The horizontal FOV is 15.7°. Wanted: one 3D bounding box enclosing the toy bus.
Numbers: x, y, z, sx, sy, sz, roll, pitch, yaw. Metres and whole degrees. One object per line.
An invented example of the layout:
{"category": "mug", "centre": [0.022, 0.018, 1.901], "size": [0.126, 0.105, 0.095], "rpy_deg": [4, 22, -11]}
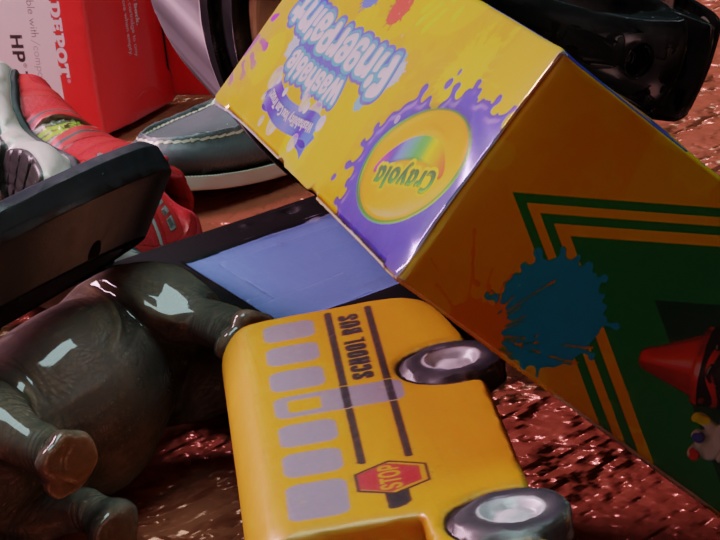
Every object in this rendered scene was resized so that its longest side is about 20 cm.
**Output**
{"category": "toy bus", "centre": [0.009, 0.069, 0.687], "size": [0.078, 0.066, 0.200], "rpy_deg": [-9, 19, -3]}

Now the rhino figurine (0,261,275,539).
{"category": "rhino figurine", "centre": [-0.104, 0.056, 0.782], "size": [0.087, 0.060, 0.199], "rpy_deg": [18, 38, 43]}

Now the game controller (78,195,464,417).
{"category": "game controller", "centre": [0.000, 0.000, 0.931], "size": [0.199, 0.042, 0.104], "rpy_deg": [-20, 22, -31]}

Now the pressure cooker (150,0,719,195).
{"category": "pressure cooker", "centre": [0.022, -0.107, 0.910], "size": [0.175, 0.180, 0.200], "rpy_deg": [-25, 22, -6]}

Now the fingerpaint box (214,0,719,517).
{"category": "fingerpaint box", "centre": [0.063, -0.009, 0.736], "size": [0.074, 0.166, 0.200], "rpy_deg": [-53, 22, 3]}

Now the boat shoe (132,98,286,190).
{"category": "boat shoe", "centre": [-0.032, -0.085, 1.160], "size": [0.072, 0.062, 0.199], "rpy_deg": [10, 25, 41]}

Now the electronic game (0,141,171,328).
{"category": "electronic game", "centre": [-0.150, 0.012, 0.847], "size": [0.199, 0.042, 0.200], "rpy_deg": [-30, 0, 0]}

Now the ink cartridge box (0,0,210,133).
{"category": "ink cartridge box", "centre": [-0.161, -0.130, 1.257], "size": [0.199, 0.117, 0.067], "rpy_deg": [2, 20, 29]}

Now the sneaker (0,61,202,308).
{"category": "sneaker", "centre": [-0.110, -0.027, 1.038], "size": [0.084, 0.078, 0.200], "rpy_deg": [6, 19, -21]}
